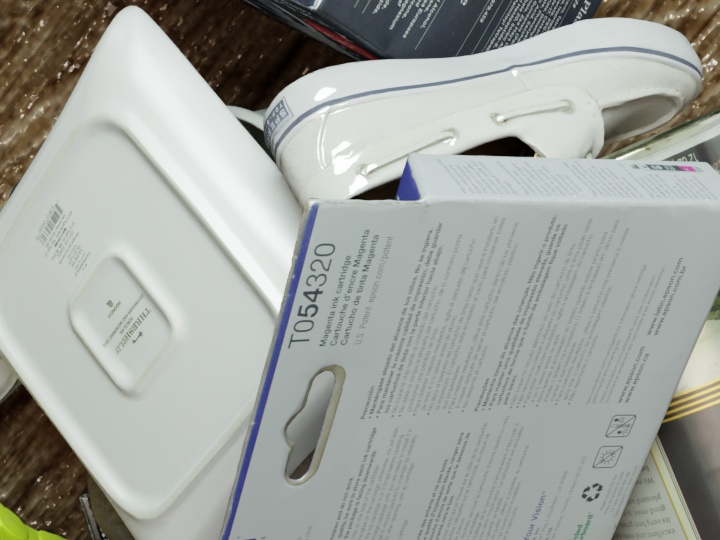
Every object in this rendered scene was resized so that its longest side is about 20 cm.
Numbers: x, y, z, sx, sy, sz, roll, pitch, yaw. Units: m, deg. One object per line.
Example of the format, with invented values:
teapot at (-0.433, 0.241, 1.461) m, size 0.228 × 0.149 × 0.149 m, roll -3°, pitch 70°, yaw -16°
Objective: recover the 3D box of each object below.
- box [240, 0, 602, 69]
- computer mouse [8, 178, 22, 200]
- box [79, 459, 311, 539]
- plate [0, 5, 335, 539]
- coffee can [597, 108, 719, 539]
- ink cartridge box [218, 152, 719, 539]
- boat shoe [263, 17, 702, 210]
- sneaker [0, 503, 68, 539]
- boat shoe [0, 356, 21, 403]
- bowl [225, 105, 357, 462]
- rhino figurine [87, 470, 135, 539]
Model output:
box at (-0.015, -0.162, 0.654) m, size 0.200 × 0.182 × 0.104 m, roll 32°, pitch 97°, yaw 34°
computer mouse at (-0.103, 0.011, 0.788) m, size 0.200 × 0.034 × 0.059 m, roll 36°, pitch 105°, yaw -5°
box at (-0.026, 0.178, 0.781) m, size 0.199 × 0.048 × 0.194 m, roll -17°, pitch 93°, yaw 5°
plate at (-0.098, 0.019, 0.654) m, size 0.200 × 0.032 × 0.200 m, roll 50°, pitch 125°, yaw 14°
coffee can at (0.156, 0.038, 0.707) m, size 0.146 × 0.146 × 0.201 m, roll -23°, pitch 91°, yaw 6°
ink cartridge box at (0.039, 0.047, 0.582) m, size 0.199 × 0.043 × 0.197 m, roll 1°, pitch 123°, yaw -27°
boat shoe at (0.062, -0.052, 0.597) m, size 0.199 × 0.071 × 0.070 m, roll -10°, pitch 61°, yaw -25°
sneaker at (-0.210, 0.153, 0.750) m, size 0.083 × 0.074 × 0.200 m, roll -33°, pitch 122°, yaw 16°
boat shoe at (-0.226, 0.063, 0.767) m, size 0.073 × 0.065 × 0.200 m, roll 35°, pitch 105°, yaw 0°
bowl at (0.000, 0.000, 0.698) m, size 0.090 × 0.201 × 0.202 m, roll -29°, pitch 91°, yaw -27°
rhino figurine at (-0.091, 0.118, 0.732) m, size 0.087 × 0.060 × 0.201 m, roll -31°, pitch 85°, yaw 15°
